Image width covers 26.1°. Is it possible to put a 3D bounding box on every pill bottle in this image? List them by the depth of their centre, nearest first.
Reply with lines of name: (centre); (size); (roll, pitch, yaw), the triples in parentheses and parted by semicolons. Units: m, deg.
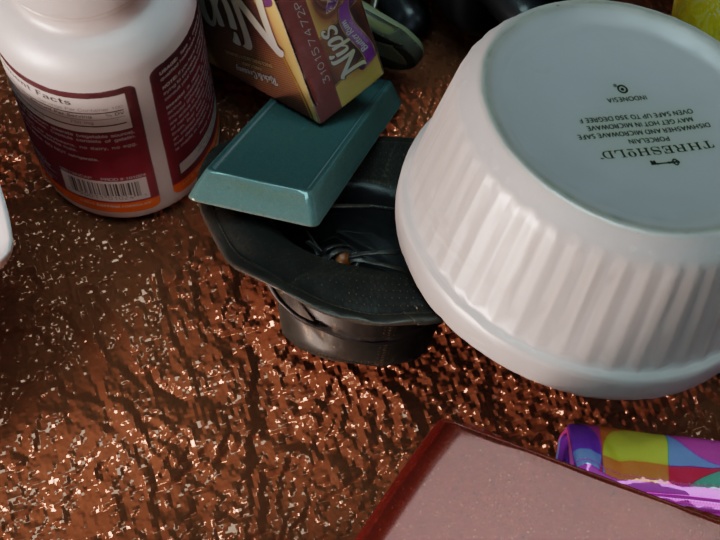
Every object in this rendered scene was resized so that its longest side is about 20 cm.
pill bottle: (-0.140, -0.124, 0.850); (0.112, 0.201, 0.114); (0, 62, 0)

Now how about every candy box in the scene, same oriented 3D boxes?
candy box: (-0.080, -0.174, 0.885); (0.056, 0.117, 0.199); (-38, 46, -19)

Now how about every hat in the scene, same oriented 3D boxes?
hat: (0.000, 0.000, 0.840); (0.198, 0.082, 0.201); (7, 31, -4)

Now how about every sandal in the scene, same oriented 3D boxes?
sandal: (-0.031, -0.196, 0.945); (0.057, 0.080, 0.201); (-44, 65, 2)

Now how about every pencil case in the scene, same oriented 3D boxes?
pencil case: (0.189, 0.125, 0.784); (0.197, 0.089, 0.089); (4, 62, 2)

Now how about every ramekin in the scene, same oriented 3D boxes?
ramekin: (0.121, -0.046, 0.761); (0.200, 0.095, 0.204); (8, 48, -8)

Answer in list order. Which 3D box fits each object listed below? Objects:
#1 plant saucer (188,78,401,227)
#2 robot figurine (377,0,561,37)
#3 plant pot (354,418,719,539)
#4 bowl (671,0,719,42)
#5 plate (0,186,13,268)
plant saucer: (-0.030, -0.075, 0.860); (0.069, 0.019, 0.200); (12, 27, 9)
robot figurine: (0.071, -0.225, 0.942); (0.149, 0.125, 0.201); (-29, 66, -13)
plant pot: (0.073, 0.170, 0.668); (0.198, 0.200, 0.178); (19, 85, 10)
bowl: (0.236, -0.098, 0.871); (0.108, 0.199, 0.201); (-43, 62, 27)
plate: (-0.276, -0.027, 0.824); (0.198, 0.032, 0.201); (-28, 51, 6)
